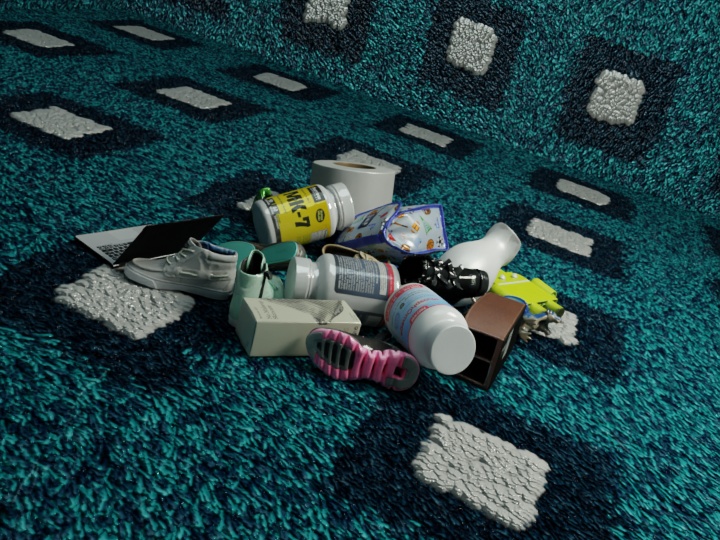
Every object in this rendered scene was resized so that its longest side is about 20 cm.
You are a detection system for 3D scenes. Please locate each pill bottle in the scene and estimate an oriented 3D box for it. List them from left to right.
[{"bbox_3d":[-0.119,-0.115,1.707,0.196,0.116,0.114,-18,35,-20],"label":"pill bottle"},{"bbox_3d":[-0.035,0.034,1.490,0.195,0.122,0.120,10,23,-17],"label":"pill bottle"},{"bbox_3d":[0.119,0.100,1.380,0.106,0.111,0.200,7,13,-20],"label":"pill bottle"}]

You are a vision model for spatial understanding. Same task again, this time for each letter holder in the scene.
[{"bbox_3d":[0.211,0.113,1.506,0.140,0.103,0.200,21,23,17],"label":"letter holder"}]

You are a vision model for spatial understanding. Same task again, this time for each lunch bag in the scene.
[{"bbox_3d":[0.064,-0.078,1.750,0.197,0.127,0.168,-13,1,-42],"label":"lunch bag"}]

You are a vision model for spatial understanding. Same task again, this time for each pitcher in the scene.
[{"bbox_3d":[0.238,0.005,1.750,0.199,0.173,0.121,-34,69,-32],"label":"pitcher"}]

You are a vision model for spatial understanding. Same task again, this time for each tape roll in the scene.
[{"bbox_3d":[-0.021,-0.177,1.908,0.198,0.143,0.203,7,13,-2],"label":"tape roll"}]

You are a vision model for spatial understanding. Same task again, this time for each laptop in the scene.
[{"bbox_3d":[-0.395,-0.082,1.514,0.198,0.118,0.186,30,25,30],"label":"laptop"}]

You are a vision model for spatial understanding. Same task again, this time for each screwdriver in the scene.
[{"bbox_3d":[0.067,0.113,1.506,0.029,0.028,0.199,54,30,9],"label":"screwdriver"}]

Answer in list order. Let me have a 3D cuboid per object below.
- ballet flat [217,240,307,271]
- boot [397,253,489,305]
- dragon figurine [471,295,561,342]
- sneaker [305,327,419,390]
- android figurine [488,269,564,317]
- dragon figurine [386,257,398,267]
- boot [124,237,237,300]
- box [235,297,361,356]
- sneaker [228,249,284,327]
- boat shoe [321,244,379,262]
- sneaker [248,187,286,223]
[{"bbox_3d":[-0.190,-0.017,1.558,0.196,0.069,0.068,1,-24,24],"label":"ballet flat"},{"bbox_3d":[0.134,0.020,1.556,0.159,0.075,0.197,10,-13,-29],"label":"boot"},{"bbox_3d":[0.313,0.091,1.665,0.196,0.060,0.099,20,18,9],"label":"dragon figurine"},{"bbox_3d":[-0.001,0.138,1.350,0.196,0.080,0.096,20,15,-13],"label":"sneaker"},{"bbox_3d":[0.363,0.050,1.836,0.179,0.042,0.199,-4,32,-40],"label":"android figurine"},{"bbox_3d":[0.095,0.027,1.675,0.097,0.060,0.201,15,23,-3],"label":"dragon figurine"},{"bbox_3d":[-0.317,-0.017,1.444,0.195,0.097,0.074,11,22,-12],"label":"boot"},{"bbox_3d":[-0.104,0.096,1.367,0.196,0.070,0.082,3,27,-31],"label":"box"},{"bbox_3d":[-0.172,0.015,1.441,0.072,0.121,0.201,16,21,6],"label":"sneaker"},{"bbox_3d":[0.000,0.000,1.624,0.197,0.072,0.065,19,-23,35],"label":"boat shoe"},{"bbox_3d":[-0.163,-0.120,1.804,0.197,0.087,0.078,26,24,20],"label":"sneaker"}]
